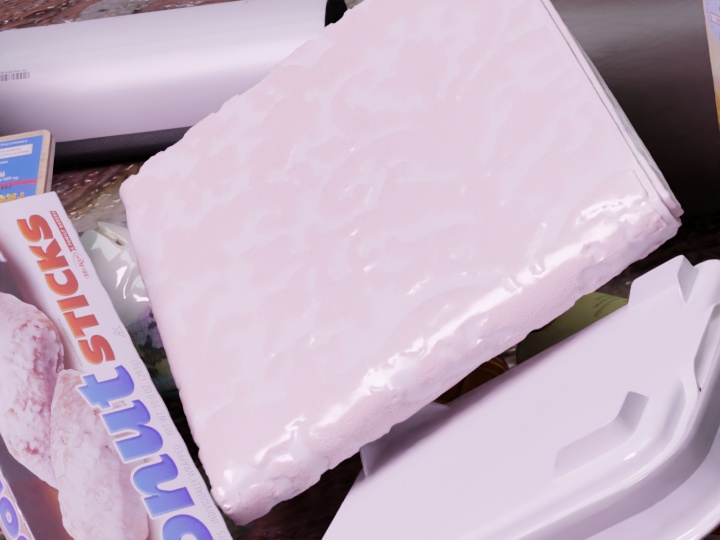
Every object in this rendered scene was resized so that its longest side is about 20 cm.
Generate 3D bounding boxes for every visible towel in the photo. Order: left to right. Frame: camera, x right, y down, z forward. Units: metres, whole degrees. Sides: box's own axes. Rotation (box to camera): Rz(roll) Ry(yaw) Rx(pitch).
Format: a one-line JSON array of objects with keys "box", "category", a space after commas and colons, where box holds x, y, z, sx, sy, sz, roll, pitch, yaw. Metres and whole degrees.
[{"box": [0.007, -0.023, 0.933, 0.200, 0.032, 0.191, -36, 43, 12], "category": "towel"}]

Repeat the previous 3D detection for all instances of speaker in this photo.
[{"box": [-0.102, -0.105, 1.343, 0.199, 0.081, 0.081, -6, 24, 12], "category": "speaker"}]

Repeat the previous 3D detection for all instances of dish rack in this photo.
[{"box": [0.053, 0.067, 0.835, 0.200, 0.044, 0.172, -30, 13, 30], "category": "dish rack"}]

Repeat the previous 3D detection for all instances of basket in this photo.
[{"box": [0.168, -0.091, 1.137, 0.199, 0.136, 0.180, -4, 28, 7], "category": "basket"}]

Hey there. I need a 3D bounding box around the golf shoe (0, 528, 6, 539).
[{"box": [-0.188, 0.081, 0.955, 0.199, 0.079, 0.097, -11, 9, 4], "category": "golf shoe"}]

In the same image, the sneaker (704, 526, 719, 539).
[{"box": [0.185, 0.074, 0.825, 0.200, 0.077, 0.073, 10, 30, 37], "category": "sneaker"}]

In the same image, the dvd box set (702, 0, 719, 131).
[{"box": [0.182, -0.058, 0.965, 0.029, 0.200, 0.146, -17, 25, -13], "category": "dvd box set"}]

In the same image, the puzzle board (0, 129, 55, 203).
[{"box": [-0.218, 0.022, 0.966, 0.199, 0.017, 0.151, -9, 51, 13], "category": "puzzle board"}]

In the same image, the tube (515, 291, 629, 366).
[{"box": [0.154, 0.044, 0.938, 0.200, 0.052, 0.058, 11, 43, 39], "category": "tube"}]

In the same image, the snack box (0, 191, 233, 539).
[{"box": [-0.104, 0.062, 0.885, 0.072, 0.024, 0.200, -14, 63, -32], "category": "snack box"}]

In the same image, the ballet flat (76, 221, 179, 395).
[{"box": [-0.107, 0.010, 1.056, 0.069, 0.071, 0.200, -46, 22, -17], "category": "ballet flat"}]

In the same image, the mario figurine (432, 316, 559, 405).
[{"box": [0.000, 0.000, 1.011, 0.123, 0.106, 0.200, -23, 15, -16], "category": "mario figurine"}]
